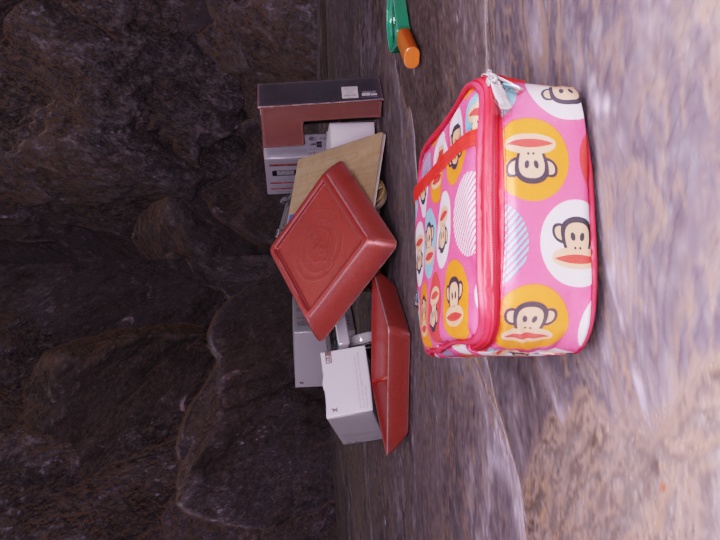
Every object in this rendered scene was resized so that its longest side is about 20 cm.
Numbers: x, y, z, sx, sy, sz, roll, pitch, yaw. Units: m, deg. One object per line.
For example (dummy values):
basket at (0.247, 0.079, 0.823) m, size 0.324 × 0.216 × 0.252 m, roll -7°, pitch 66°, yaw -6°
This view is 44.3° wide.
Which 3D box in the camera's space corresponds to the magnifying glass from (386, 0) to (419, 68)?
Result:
magnifying glass at (0.050, -0.294, 1.095) m, size 0.201 × 0.022 × 0.081 m, roll -102°, pitch 11°, yaw -58°

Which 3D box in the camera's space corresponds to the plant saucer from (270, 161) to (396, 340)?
plant saucer at (-0.056, -0.035, 1.335) m, size 0.201 × 0.036 × 0.201 m, roll -52°, pitch 48°, yaw 23°

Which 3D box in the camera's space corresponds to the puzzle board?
puzzle board at (-0.041, -0.127, 1.408) m, size 0.198 × 0.017 × 0.154 m, roll -11°, pitch 64°, yaw 44°

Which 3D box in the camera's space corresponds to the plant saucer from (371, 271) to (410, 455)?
plant saucer at (0.043, 0.126, 1.275) m, size 0.201 × 0.036 × 0.203 m, roll -102°, pitch 11°, yaw -66°

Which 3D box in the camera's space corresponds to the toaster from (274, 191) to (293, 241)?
toaster at (-0.058, -0.078, 1.629) m, size 0.113 × 0.197 × 0.132 m, roll 150°, pitch 131°, yaw -64°

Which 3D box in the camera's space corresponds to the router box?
router box at (-0.097, -0.215, 1.790) m, size 0.180 × 0.196 × 0.050 m, roll 104°, pitch 162°, yaw -72°

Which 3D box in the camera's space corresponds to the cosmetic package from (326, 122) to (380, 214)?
cosmetic package at (-0.014, -0.143, 1.529) m, size 0.108 × 0.083 × 0.204 m, roll 121°, pitch 147°, yaw -81°

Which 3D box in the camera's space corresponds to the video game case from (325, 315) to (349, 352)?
video game case at (-0.049, 0.066, 1.532) m, size 0.183 × 0.023 × 0.203 m, roll 102°, pitch 161°, yaw -64°

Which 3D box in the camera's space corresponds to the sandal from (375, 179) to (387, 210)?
sandal at (-0.028, -0.083, 1.426) m, size 0.054 × 0.198 × 0.082 m, roll 30°, pitch -134°, yaw -42°

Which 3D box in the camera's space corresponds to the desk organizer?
desk organizer at (-0.064, -0.253, 1.416) m, size 0.072 × 0.196 × 0.078 m, roll -98°, pitch 5°, yaw -49°

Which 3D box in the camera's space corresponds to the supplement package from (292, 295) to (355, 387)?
supplement package at (-0.093, 0.170, 2.189) m, size 0.201 × 0.147 × 0.155 m, roll -103°, pitch 12°, yaw -65°

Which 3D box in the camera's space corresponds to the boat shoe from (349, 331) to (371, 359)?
boat shoe at (0.004, 0.158, 1.588) m, size 0.200 × 0.069 × 0.065 m, roll 99°, pitch 157°, yaw -72°

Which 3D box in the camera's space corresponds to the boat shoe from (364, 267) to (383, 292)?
boat shoe at (0.000, 0.000, 1.499) m, size 0.200 × 0.070 × 0.074 m, roll 118°, pitch 149°, yaw -80°

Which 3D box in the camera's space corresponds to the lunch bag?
lunch bag at (0.083, -0.036, 0.552) m, size 0.200 × 0.080 × 0.180 m, roll 133°, pitch 139°, yaw -81°

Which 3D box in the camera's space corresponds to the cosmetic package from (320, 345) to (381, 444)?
cosmetic package at (-0.012, 0.212, 1.480) m, size 0.201 × 0.079 × 0.115 m, roll 76°, pitch -174°, yaw -68°
